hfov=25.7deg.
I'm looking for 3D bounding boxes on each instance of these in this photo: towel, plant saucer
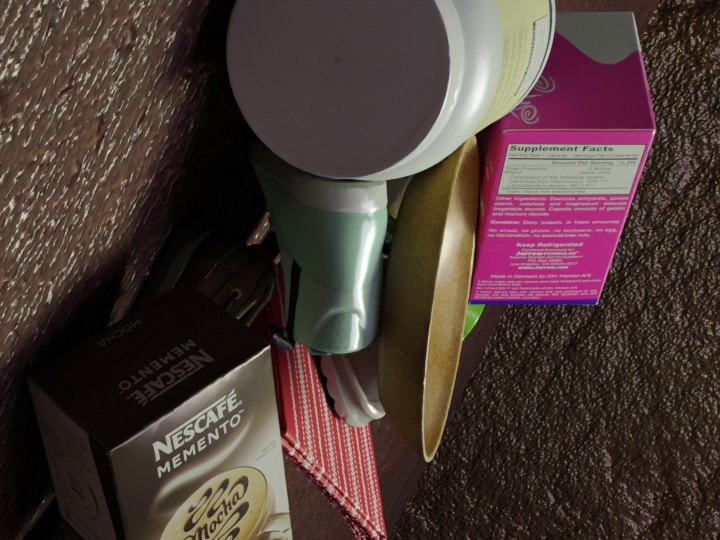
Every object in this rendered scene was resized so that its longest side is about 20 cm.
[{"bbox_3d":[-0.032,0.087,1.063,0.200,0.022,0.146,55,22,-54],"label":"towel"},{"bbox_3d":[0.041,0.015,0.972,0.200,0.035,0.202,8,90,-80],"label":"plant saucer"}]

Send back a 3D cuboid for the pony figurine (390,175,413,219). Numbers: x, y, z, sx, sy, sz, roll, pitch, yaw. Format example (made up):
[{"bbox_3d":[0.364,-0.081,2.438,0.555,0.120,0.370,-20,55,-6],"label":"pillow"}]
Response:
[{"bbox_3d":[0.072,-0.137,1.197,0.194,0.165,0.201,-101,-156,-52],"label":"pony figurine"}]

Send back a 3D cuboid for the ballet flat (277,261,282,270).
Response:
[{"bbox_3d":[-0.041,0.010,1.167,0.200,0.075,0.068,-53,170,-38],"label":"ballet flat"}]

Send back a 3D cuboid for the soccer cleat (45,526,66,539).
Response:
[{"bbox_3d":[-0.163,0.176,1.028,0.200,0.077,0.070,-47,132,-38],"label":"soccer cleat"}]

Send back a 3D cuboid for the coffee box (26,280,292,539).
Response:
[{"bbox_3d":[-0.108,0.123,0.901,0.113,0.080,0.201,-32,138,-29],"label":"coffee box"}]

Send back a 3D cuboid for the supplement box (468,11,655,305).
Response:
[{"bbox_3d":[0.126,-0.071,1.069,0.201,0.102,0.102,98,-9,-55],"label":"supplement box"}]

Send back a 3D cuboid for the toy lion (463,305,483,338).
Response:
[{"bbox_3d":[0.093,-0.011,1.307,0.192,0.068,0.201,-51,-168,46],"label":"toy lion"}]

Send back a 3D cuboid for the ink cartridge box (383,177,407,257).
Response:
[{"bbox_3d":[0.022,-0.021,1.374,0.200,0.083,0.147,-50,166,-49],"label":"ink cartridge box"}]

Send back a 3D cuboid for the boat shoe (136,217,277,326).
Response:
[{"bbox_3d":[-0.118,0.070,0.970,0.201,0.068,0.072,-64,170,16],"label":"boat shoe"}]

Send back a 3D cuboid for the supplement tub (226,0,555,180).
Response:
[{"bbox_3d":[0.020,-0.132,0.877,0.146,0.144,0.200,-65,170,23],"label":"supplement tub"}]

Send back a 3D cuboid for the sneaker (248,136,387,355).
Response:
[{"bbox_3d":[-0.031,-0.015,0.953,0.200,0.073,0.119,-122,-145,-73],"label":"sneaker"}]

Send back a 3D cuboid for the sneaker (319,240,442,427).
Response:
[{"bbox_3d":[0.000,0.000,1.077,0.081,0.202,0.075,-18,-178,12],"label":"sneaker"}]
